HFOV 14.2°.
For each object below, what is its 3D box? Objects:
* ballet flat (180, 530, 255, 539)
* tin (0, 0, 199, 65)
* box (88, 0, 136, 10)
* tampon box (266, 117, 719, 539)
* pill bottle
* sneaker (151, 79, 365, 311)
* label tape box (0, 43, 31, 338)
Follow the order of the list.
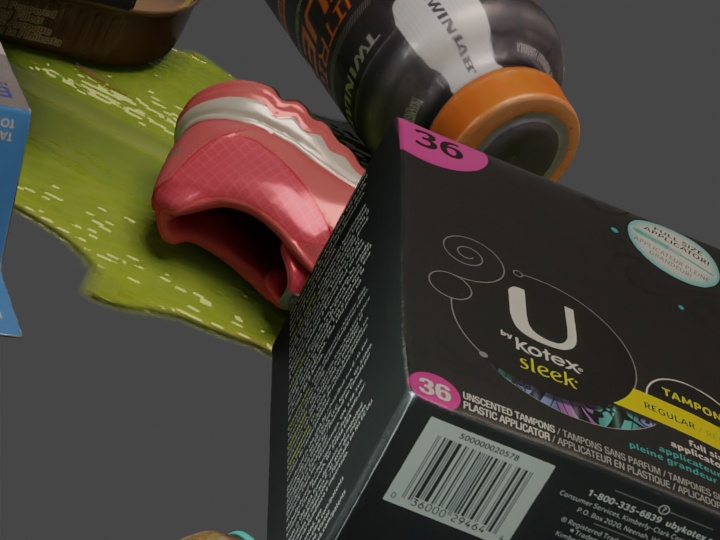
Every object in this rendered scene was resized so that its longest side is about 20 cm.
[{"bbox_3d":[-0.016,0.165,0.947,0.072,0.068,0.200,-25,57,-32],"label":"ballet flat"},{"bbox_3d":[-0.168,-0.147,1.326,0.199,0.042,0.112,13,29,-26],"label":"tin"},{"bbox_3d":[-0.167,-0.214,1.234,0.148,0.125,0.200,12,22,-25],"label":"box"},{"bbox_3d":[0.055,0.062,1.094,0.150,0.126,0.200,22,29,-14],"label":"tampon box"},{"bbox_3d":[0.028,-0.113,1.371,0.106,0.106,0.200,5,36,-36],"label":"pill bottle"},{"bbox_3d":[0.000,0.000,1.225,0.200,0.074,0.087,26,42,3],"label":"sneaker"},{"bbox_3d":[-0.210,-0.068,1.136,0.144,0.063,0.200,8,35,-32],"label":"label tape box"}]
